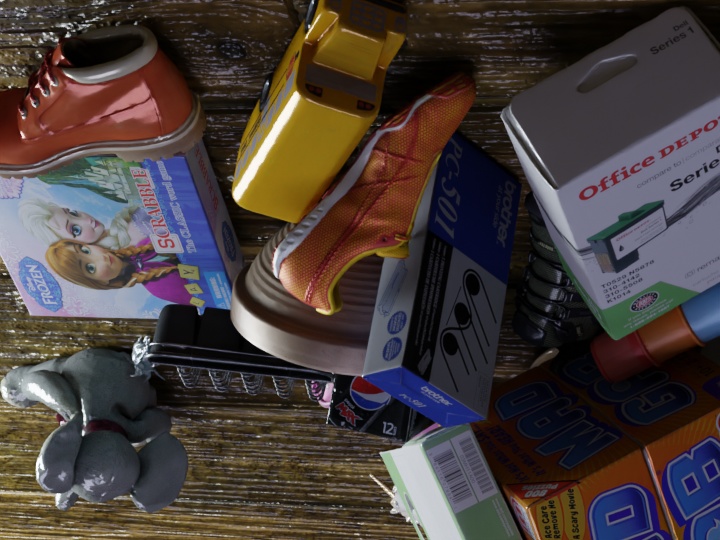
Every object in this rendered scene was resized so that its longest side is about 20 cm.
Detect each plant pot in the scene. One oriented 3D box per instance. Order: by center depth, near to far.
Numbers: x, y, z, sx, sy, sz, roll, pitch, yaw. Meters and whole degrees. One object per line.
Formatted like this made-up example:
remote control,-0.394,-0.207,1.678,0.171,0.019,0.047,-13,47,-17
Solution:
plant pot,0.000,0.000,1.371,0.199,0.201,0.093,7,112,4

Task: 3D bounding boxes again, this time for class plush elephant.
plush elephant,-0.256,0.165,1.710,0.164,0.156,0.200,25,148,-25

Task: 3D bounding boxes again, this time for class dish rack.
dish rack,-0.091,0.075,1.472,0.152,0.055,0.200,7,165,3

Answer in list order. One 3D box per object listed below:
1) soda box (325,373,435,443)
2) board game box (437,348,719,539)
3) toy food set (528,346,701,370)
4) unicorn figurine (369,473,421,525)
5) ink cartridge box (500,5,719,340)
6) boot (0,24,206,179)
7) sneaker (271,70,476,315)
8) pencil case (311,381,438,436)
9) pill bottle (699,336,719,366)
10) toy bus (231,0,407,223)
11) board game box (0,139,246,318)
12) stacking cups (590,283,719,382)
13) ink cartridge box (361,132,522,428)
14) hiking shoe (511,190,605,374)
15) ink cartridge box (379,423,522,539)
soda box,0.032,0.092,1.453,0.070,0.064,0.200,12,-175,13
board game box,0.212,0.190,1.414,0.199,0.200,0.201,-26,111,-10
toy food set,0.246,0.115,1.585,0.199,0.049,0.198,23,148,-23
unicorn figurine,0.102,0.229,1.793,0.198,0.074,0.137,0,160,5
ink cartridge box,0.196,-0.062,1.201,0.146,0.085,0.200,-30,144,2
boot,-0.223,-0.129,1.286,0.199,0.075,0.107,-8,144,13
sneaker,0.022,-0.055,1.252,0.077,0.200,0.073,40,-169,5
pencil case,0.048,0.123,1.626,0.199,0.087,0.083,32,177,-33
pill bottle,0.374,0.113,1.471,0.119,0.120,0.200,-17,141,39
toy bus,-0.031,-0.116,1.236,0.065,0.079,0.200,17,150,-13
board game box,-0.205,-0.038,1.431,0.198,0.041,0.201,1,139,15
stacking cups,0.273,0.028,1.355,0.199,0.061,0.060,-30,135,23
ink cartridge box,0.062,0.004,1.292,0.044,0.201,0.094,-17,142,42
hiking shoe,0.160,0.011,1.361,0.076,0.101,0.200,31,165,35
ink cartridge box,0.078,0.198,1.407,0.048,0.146,0.200,-25,177,-9
